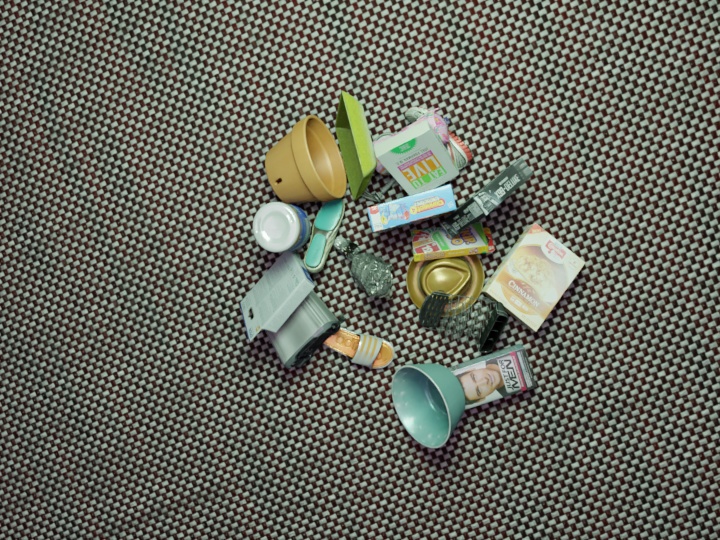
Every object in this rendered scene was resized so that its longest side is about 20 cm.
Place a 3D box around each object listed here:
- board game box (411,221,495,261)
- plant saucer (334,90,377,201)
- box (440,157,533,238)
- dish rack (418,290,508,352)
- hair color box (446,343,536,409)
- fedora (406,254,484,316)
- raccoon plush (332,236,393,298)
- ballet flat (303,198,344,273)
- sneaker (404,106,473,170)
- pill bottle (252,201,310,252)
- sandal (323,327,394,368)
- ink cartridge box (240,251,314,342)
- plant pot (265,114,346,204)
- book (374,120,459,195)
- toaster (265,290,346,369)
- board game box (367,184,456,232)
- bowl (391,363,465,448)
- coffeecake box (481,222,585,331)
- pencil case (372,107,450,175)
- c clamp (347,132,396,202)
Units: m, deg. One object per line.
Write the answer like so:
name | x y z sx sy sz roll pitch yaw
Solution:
board game box | 0.223 -0.072 1.335 0.194 0.097 0.031 -5 131 4
plant saucer | -0.008 -0.290 1.291 0.047 0.200 0.205 -13 83 -9
box | 0.283 -0.160 1.248 0.157 0.200 0.050 -40 89 -16
dish rack | 0.239 0.119 1.312 0.194 0.055 0.156 10 137 -1
hair color box | 0.320 0.263 1.351 0.195 0.061 0.102 -19 90 7
fedora | 0.209 0.021 1.341 0.194 0.082 0.207 0 93 5
raccoon plush | 0.000 0.000 1.334 0.196 0.134 0.099 28 95 4
ballet flat | -0.092 -0.089 1.376 0.066 0.062 0.204 20 77 11
sneaker | 0.180 -0.318 1.332 0.200 0.078 0.082 44 90 3
pill bottle | -0.180 -0.103 1.315 0.108 0.200 0.116 0 94 5
sandal | -0.015 0.196 1.381 0.201 0.059 0.081 17 94 5
ink cartridge box | -0.206 0.060 1.334 0.043 0.197 0.201 37 98 -30
plant pot | -0.138 -0.251 1.321 0.137 0.199 0.206 -17 91 21
book | 0.133 -0.251 1.248 0.131 0.199 0.049 -22 62 22
toaster | -0.143 0.136 1.354 0.200 0.113 0.130 -45 74 14
board game box | 0.120 -0.140 1.286 0.190 0.200 0.058 -15 92 6
bowl | 0.175 0.307 1.319 0.103 0.199 0.206 -19 90 -36
coffeecake box | 0.414 0.016 1.320 0.152 0.073 0.202 37 90 3
pencil case | 0.115 -0.301 1.289 0.197 0.087 0.089 -24 89 29
c clamp | 0.072 -0.249 1.373 0.199 0.027 0.172 -39 88 5
